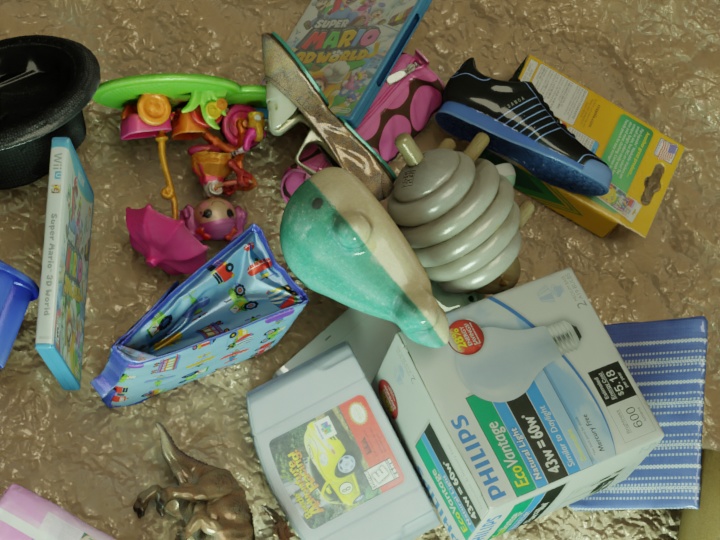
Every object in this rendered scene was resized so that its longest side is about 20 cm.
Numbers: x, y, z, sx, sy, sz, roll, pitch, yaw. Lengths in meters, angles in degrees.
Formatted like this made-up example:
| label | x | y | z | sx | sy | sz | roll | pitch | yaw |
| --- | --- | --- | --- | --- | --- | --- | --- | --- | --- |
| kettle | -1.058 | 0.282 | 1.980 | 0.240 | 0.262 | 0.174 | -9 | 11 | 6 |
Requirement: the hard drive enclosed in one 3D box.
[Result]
| label | x | y | z | sx | sy | sz | roll | pitch | yaw |
| --- | --- | --- | --- | --- | --- | --- | --- | --- | --- |
| hard drive | 0.025 | 0.139 | 1.743 | 0.132 | 0.026 | 0.200 | -40 | 85 | -23 |

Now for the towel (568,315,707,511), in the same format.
| label | x | y | z | sx | sy | sz | roll | pitch | yaw |
| --- | --- | --- | --- | --- | --- | --- | --- | --- | --- |
| towel | 0.282 | 0.145 | 1.766 | 0.024 | 0.144 | 0.202 | 32 | 58 | -50 |

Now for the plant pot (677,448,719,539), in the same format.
| label | x | y | z | sx | sy | sz | roll | pitch | yaw |
| --- | --- | --- | --- | --- | --- | --- | --- | --- | --- |
| plant pot | 0.382 | 0.303 | 1.719 | 0.185 | 0.186 | 0.201 | 25 | 80 | -6 |

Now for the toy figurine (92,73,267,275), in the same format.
| label | x | y | z | sx | sy | sz | roll | pitch | yaw |
| --- | --- | --- | --- | --- | --- | --- | --- | --- | --- |
| toy figurine | -0.164 | -0.087 | 1.723 | 0.198 | 0.150 | 0.186 | 0 | 83 | -26 |

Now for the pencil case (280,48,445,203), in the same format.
| label | x | y | z | sx | sy | sz | roll | pitch | yaw |
| --- | --- | --- | --- | --- | --- | --- | --- | --- | --- |
| pencil case | 0.003 | -0.139 | 1.794 | 0.091 | 0.094 | 0.200 | 38 | 67 | 0 |

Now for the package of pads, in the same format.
| label | x | y | z | sx | sy | sz | roll | pitch | yaw |
| --- | --- | --- | --- | --- | --- | --- | --- | --- | --- |
| package of pads | -0.253 | 0.279 | 1.564 | 0.199 | 0.121 | 0.076 | 31 | 61 | -4 |

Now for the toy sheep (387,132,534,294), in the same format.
| label | x | y | z | sx | sy | sz | roll | pitch | yaw |
| --- | --- | --- | --- | --- | --- | --- | --- | --- | --- |
| toy sheep | 0.092 | -0.056 | 1.692 | 0.138 | 0.137 | 0.200 | -49 | 113 | -24 |

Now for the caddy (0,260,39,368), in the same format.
| label | x | y | z | sx | sy | sz | roll | pitch | yaw |
| --- | --- | --- | --- | --- | --- | --- | --- | --- | --- |
| caddy | -0.395 | 0.015 | 1.594 | 0.198 | 0.142 | 0.106 | 11 | 72 | 7 |

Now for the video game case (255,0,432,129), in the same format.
| label | x | y | z | sx | sy | sz | roll | pitch | yaw |
| --- | --- | --- | --- | --- | --- | --- | --- | --- | --- |
| video game case | -0.017 | -0.235 | 1.812 | 0.142 | 0.018 | 0.201 | 10 | 60 | 37 |

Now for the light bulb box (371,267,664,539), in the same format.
| label | x | y | z | sx | sy | sz | roll | pitch | yaw |
| --- | --- | --- | --- | --- | --- | --- | --- | --- | --- |
| light bulb box | 0.148 | 0.133 | 1.684 | 0.199 | 0.125 | 0.199 | -20 | 68 | -21 |

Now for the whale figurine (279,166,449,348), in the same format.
| label | x | y | z | sx | sy | sz | roll | pitch | yaw |
| --- | --- | --- | --- | --- | --- | --- | --- | --- | --- |
| whale figurine | 0.000 | 0.000 | 1.614 | 0.103 | 0.159 | 0.200 | -37 | 65 | -1 |

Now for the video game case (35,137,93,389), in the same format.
| label | x | y | z | sx | sy | sz | roll | pitch | yaw |
| --- | --- | --- | --- | --- | --- | --- | --- | --- | --- |
| video game case | -0.276 | -0.004 | 1.636 | 0.018 | 0.143 | 0.202 | 0 | 71 | 2 |

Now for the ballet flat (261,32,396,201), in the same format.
| label | x | y | z | sx | sy | sz | roll | pitch | yaw |
| --- | --- | --- | --- | --- | --- | --- | --- | --- | --- |
| ballet flat | -0.048 | -0.140 | 1.700 | 0.067 | 0.068 | 0.200 | -40 | 89 | -5 |

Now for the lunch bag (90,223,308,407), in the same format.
| label | x | y | z | sx | sy | sz | roll | pitch | yaw |
| --- | --- | --- | --- | --- | --- | --- | --- | --- | --- |
| lunch bag | -0.165 | 0.065 | 1.646 | 0.199 | 0.151 | 0.094 | -33 | 82 | -23 |

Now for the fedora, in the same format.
| label | x | y | z | sx | sy | sz | roll | pitch | yaw |
| --- | --- | --- | --- | --- | --- | --- | --- | --- | --- |
| fedora | -0.338 | -0.142 | 1.683 | 0.199 | 0.092 | 0.202 | -8 | 42 | 7 |

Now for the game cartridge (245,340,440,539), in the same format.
| label | x | y | z | sx | sy | sz | roll | pitch | yaw |
| --- | --- | --- | --- | --- | --- | --- | --- | --- | --- |
| game cartridge | -0.025 | 0.186 | 1.688 | 0.132 | 0.041 | 0.201 | -28 | 84 | -2 |

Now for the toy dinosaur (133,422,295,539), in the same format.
| label | x | y | z | sx | sy | sz | roll | pitch | yaw |
| --- | --- | --- | --- | --- | --- | --- | --- | --- | --- |
| toy dinosaur | -0.127 | 0.231 | 1.642 | 0.135 | 0.086 | 0.201 | -18 | 65 | -28 |

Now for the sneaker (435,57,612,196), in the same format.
| label | x | y | z | sx | sy | sz | roll | pitch | yaw |
| --- | --- | --- | --- | --- | --- | --- | --- | --- | --- |
| sneaker | 0.179 | -0.150 | 1.805 | 0.199 | 0.070 | 0.078 | 26 | 73 | -5 |

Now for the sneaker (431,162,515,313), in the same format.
| label | x | y | z | sx | sy | sz | roll | pitch | yaw |
| --- | --- | --- | --- | --- | --- | --- | --- | --- | --- |
| sneaker | 0.109 | -0.016 | 1.792 | 0.200 | 0.074 | 0.118 | -40 | 82 | -16 |

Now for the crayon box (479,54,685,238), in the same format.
| label | x | y | z | sx | sy | sz | roll | pitch | yaw |
| --- | --- | --- | --- | --- | --- | --- | --- | --- | --- |
| crayon box | 0.234 | -0.125 | 1.877 | 0.199 | 0.052 | 0.126 | 29 | 67 | -4 |
